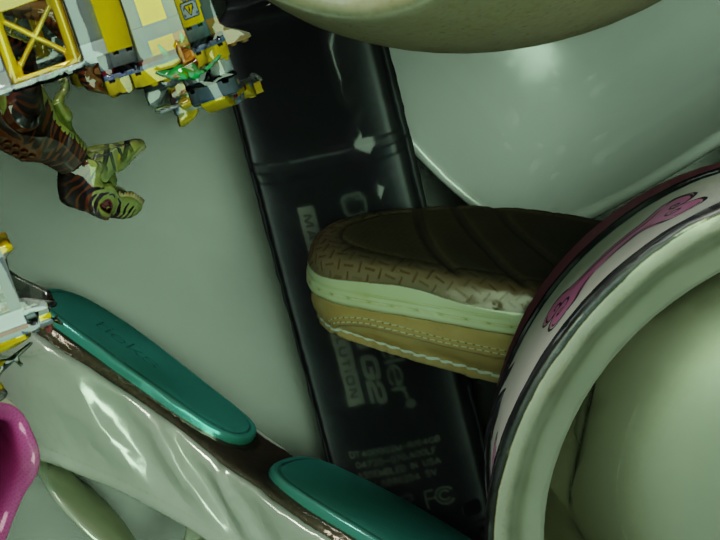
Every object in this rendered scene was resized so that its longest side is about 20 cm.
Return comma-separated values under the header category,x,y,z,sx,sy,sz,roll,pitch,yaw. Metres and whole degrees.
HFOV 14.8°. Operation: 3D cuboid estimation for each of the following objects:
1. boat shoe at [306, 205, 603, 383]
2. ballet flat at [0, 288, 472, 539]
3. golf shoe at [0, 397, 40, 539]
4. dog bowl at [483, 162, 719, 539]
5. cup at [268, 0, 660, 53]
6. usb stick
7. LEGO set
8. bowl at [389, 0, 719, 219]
category,x,y,z,sx,sy,sz,roll,pitch,yaw
boat shoe,0.079,0.030,0.868,0.199,0.072,0.076,8,115,-2
ballet flat,-0.040,0.080,0.891,0.200,0.069,0.070,31,87,15
golf shoe,-0.165,0.112,0.841,0.075,0.091,0.200,41,59,-31
dog bowl,0.126,0.054,0.811,0.199,0.074,0.201,-4,112,-9
cup,0.018,-0.141,0.770,0.200,0.143,0.201,11,118,20
usb stick,0.000,0.000,0.905,0.055,0.033,0.201,-11,106,11
LEGO set,-0.099,-0.028,0.832,0.153,0.200,0.116,-21,99,-16
bowl,0.068,-0.133,0.879,0.200,0.075,0.200,-36,96,32
